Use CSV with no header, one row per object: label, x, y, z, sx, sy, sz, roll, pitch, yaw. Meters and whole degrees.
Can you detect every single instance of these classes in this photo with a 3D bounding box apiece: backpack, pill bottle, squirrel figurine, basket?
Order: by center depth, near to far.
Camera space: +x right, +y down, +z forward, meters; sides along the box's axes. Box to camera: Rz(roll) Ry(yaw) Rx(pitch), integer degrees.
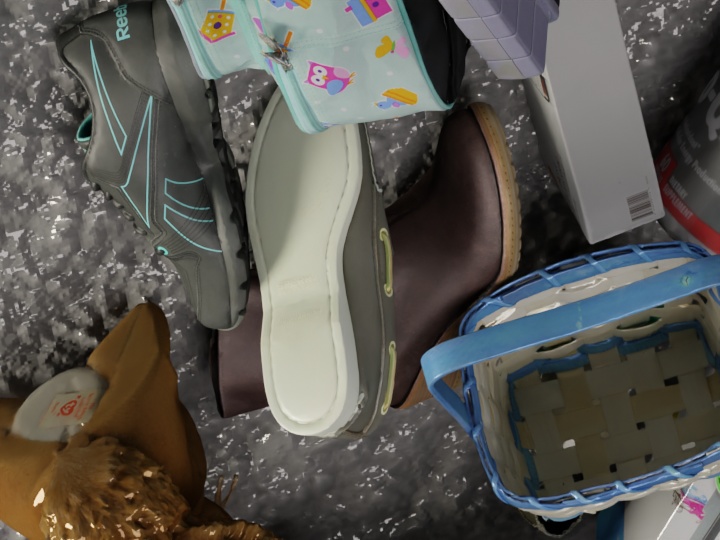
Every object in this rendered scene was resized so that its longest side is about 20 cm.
backpack,-0.023,-0.167,1.445,0.153,0.176,0.200,-18,133,15
basket,0.129,0.056,1.606,0.175,0.140,0.200,-16,161,4
squirrel figurine,-0.115,0.151,1.642,0.141,0.200,0.187,-32,123,-1
pill bottle,0.256,-0.094,1.650,0.113,0.114,0.200,18,118,-31

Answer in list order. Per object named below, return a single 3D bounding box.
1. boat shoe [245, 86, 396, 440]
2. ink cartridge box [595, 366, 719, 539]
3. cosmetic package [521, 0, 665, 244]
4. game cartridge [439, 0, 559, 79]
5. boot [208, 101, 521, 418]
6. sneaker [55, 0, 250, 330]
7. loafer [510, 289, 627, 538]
boat shoe,-0.017,-0.008,1.588,0.072,0.203,0.060,-9,166,32
ink cartridge box,0.250,0.141,1.786,0.146,0.146,0.201,25,117,-6
cosmetic package,0.113,-0.116,1.598,0.050,0.083,0.201,-20,131,-2
game cartridge,0.066,-0.208,1.423,0.038,0.201,0.130,-8,152,27
boot,0.000,0.000,1.652,0.165,0.072,0.201,-6,127,-16
sneaker,-0.106,-0.056,1.573,0.079,0.076,0.201,-11,118,2
loafer,0.134,0.079,1.768,0.075,0.070,0.201,-4,128,-19
